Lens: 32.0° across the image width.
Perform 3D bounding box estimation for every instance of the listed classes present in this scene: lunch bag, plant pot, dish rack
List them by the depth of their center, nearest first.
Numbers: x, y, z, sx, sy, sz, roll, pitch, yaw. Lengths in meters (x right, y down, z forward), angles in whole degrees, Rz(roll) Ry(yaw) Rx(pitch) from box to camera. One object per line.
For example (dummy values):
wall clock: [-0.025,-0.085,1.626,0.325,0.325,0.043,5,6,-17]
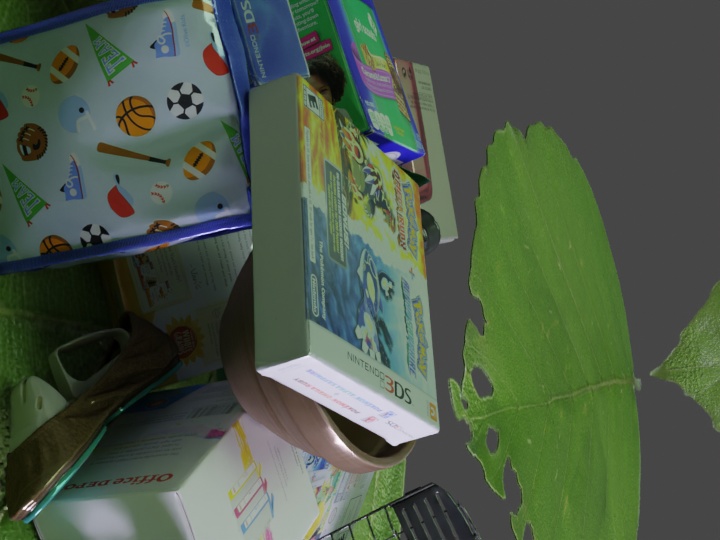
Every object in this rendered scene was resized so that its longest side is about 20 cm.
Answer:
lunch bag: [-0.160,-0.096,0.875,0.124,0.198,0.173,-18,96,-66]
plant pot: [-0.038,0.054,0.919,0.201,0.092,0.203,42,38,-45]
dish rack: [0.014,0.271,1.010,0.055,0.198,0.155,-136,-160,-85]

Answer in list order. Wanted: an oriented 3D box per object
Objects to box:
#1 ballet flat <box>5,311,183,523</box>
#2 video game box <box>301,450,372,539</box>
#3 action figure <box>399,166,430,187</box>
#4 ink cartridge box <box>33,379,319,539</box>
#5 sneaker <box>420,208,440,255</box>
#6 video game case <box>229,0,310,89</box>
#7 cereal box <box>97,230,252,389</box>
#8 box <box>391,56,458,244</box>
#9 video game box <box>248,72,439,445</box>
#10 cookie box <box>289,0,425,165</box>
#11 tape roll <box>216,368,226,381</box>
ballet flat: [-0.199,0.091,0.879,0.073,0.068,0.200,50,40,-8]
video game box: [-0.037,0.166,1.107,0.182,0.046,0.202,-1,113,-66]
action figure: [-0.047,-0.112,1.132,0.199,0.118,0.055,38,49,-19]
ink cartridge box: [-0.135,0.181,0.912,0.200,0.127,0.127,-49,125,-61]
sneaker: [0.002,0.003,1.118,0.060,0.200,0.104,52,44,3]
video game case: [-0.112,-0.212,0.936,0.181,0.045,0.203,-21,-95,68]
cereal box: [-0.112,0.002,1.025,0.198,0.039,0.146,-16,96,-34]
box: [0.019,-0.120,1.390,0.109,0.126,0.203,-7,86,-66]
video game box: [-0.009,-0.003,0.851,0.182,0.046,0.203,38,42,-55]
cookie box: [-0.028,-0.183,1.016,0.171,0.074,0.203,2,68,-74]
tape roll: [-0.071,0.079,1.203,0.200,0.048,0.203,38,48,-57]
